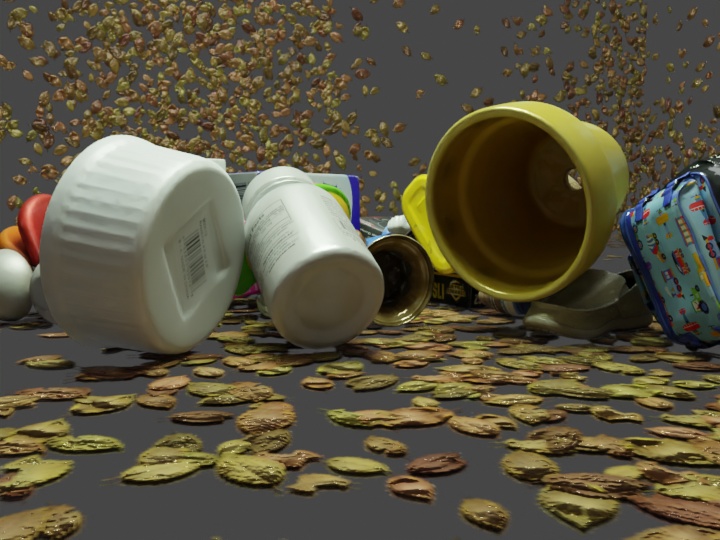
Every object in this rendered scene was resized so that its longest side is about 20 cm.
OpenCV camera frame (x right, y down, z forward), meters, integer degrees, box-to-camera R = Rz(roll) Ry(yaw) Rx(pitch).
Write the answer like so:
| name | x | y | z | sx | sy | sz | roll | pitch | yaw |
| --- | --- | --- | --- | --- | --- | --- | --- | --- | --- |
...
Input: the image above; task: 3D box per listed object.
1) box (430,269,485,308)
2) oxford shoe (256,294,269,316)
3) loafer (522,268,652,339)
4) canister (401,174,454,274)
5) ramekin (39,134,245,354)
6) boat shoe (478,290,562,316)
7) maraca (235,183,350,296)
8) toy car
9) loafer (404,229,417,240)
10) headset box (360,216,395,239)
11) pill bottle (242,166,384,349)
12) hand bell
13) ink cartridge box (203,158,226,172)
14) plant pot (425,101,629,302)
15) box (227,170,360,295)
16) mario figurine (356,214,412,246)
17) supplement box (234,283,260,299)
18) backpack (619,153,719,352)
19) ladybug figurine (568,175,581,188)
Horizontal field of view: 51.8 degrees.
| name | x | y | z | sx | sy | sz | roll | pitch | yaw |
| --- | --- | --- | --- | --- | --- | --- | --- | --- | --- |
| box | 0.157 | 0.017 | 1.111 | 0.158 | 0.050 | 0.199 | -5 | 8 | -32 |
| oxford shoe | -0.066 | 0.032 | 0.882 | 0.074 | 0.059 | 0.199 | -7 | 6 | -29 |
| loafer | 0.253 | 0.033 | 0.823 | 0.198 | 0.070 | 0.075 | -4 | 7 | -40 |
| canister | 0.168 | -0.071 | 1.059 | 0.198 | 0.150 | 0.087 | -8 | -30 | -43 |
| ramekin | -0.190 | -0.019 | 0.693 | 0.096 | 0.204 | 0.200 | 10 | 8 | 20 |
| boat shoe | 0.232 | 0.016 | 0.994 | 0.072 | 0.074 | 0.198 | 4 | 6 | 44 |
| maraca | -0.099 | -0.037 | 0.919 | 0.198 | 0.138 | 0.107 | -26 | 48 | -16 |
| toy car | -0.349 | -0.019 | 0.891 | 0.197 | 0.153 | 0.175 | 2 | 5 | 21 |
| loafer | 0.017 | -0.010 | 1.045 | 0.197 | 0.064 | 0.072 | -20 | 16 | -18 |
| headset box | 0.063 | -0.035 | 1.294 | 0.147 | 0.078 | 0.199 | 24 | 13 | 23 |
| pill bottle | -0.060 | -0.023 | 0.761 | 0.113 | 0.116 | 0.201 | -2 | 33 | -22 |
| hand bell | 0.000 | 0.000 | 0.927 | 0.103 | 0.106 | 0.199 | -2 | 8 | -23 |
| ink cartridge box | -0.277 | -0.064 | 1.101 | 0.146 | 0.204 | 0.085 | -4 | 6 | -38 |
| plant pot | 0.203 | -0.089 | 0.821 | 0.199 | 0.204 | 0.188 | 5 | 19 | 41 |
| box | -0.103 | -0.061 | 1.175 | 0.198 | 0.187 | 0.104 | -4 | 5 | -40 |
| mario figurine | 0.069 | -0.070 | 1.145 | 0.197 | 0.107 | 0.124 | -12 | 40 | -16 |
| supplement box | -0.158 | -0.023 | 1.019 | 0.197 | 0.105 | 0.101 | -13 | 9 | -17 |
| backpack | 0.344 | -0.009 | 0.748 | 0.133 | 0.185 | 0.200 | -17 | -6 | -10 |
| ladybug figurine | 0.230 | -0.072 | 0.984 | 0.198 | 0.137 | 0.072 | -19 | -18 | -38 |
